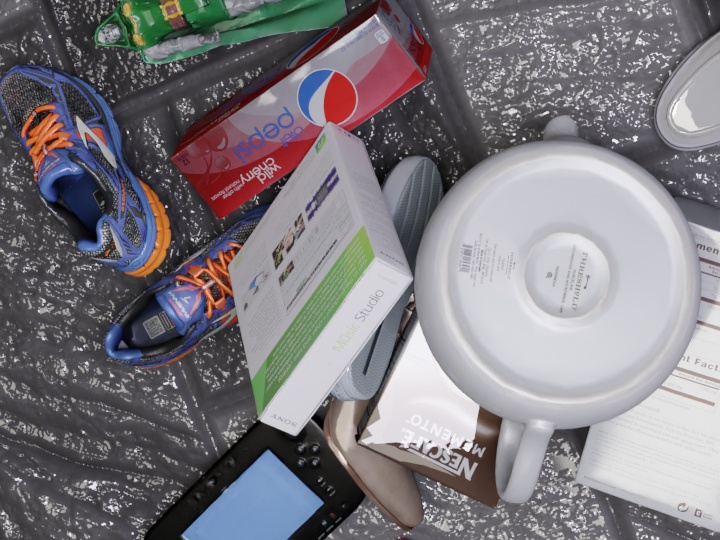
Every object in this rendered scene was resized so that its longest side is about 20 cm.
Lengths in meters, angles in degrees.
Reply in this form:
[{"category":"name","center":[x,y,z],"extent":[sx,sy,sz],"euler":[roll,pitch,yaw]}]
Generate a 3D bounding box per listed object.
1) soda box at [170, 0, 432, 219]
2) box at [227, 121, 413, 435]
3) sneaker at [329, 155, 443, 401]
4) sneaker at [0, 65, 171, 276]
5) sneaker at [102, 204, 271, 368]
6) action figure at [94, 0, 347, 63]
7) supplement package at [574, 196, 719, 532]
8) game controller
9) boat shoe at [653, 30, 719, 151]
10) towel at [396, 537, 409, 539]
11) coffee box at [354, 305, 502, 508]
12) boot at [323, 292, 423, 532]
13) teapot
[{"category":"soda box","center":[-0.044,-0.124,1.338],"extent":[0.200,0.070,0.063],"euler":[-33,108,21]},{"category":"box","center":[-0.033,0.002,1.247],"extent":[0.036,0.200,0.145],"euler":[27,113,-23]},{"category":"sneaker","center":[0.000,0.000,1.297],"extent":[0.071,0.073,0.200],"euler":[4,58,33]},{"category":"sneaker","center":[-0.223,-0.085,1.389],"extent":[0.075,0.078,0.200],"euler":[-45,70,19]},{"category":"sneaker","center":[-0.121,0.021,1.390],"extent":[0.200,0.078,0.075],"euler":[-38,87,20]},{"category":"action figure","center":[-0.120,-0.209,1.367],"extent":[0.199,0.055,0.119],"euler":[-18,96,24]},{"category":"supplement package","center":[0.238,0.062,1.259],"extent":[0.109,0.114,0.201],"euler":[18,103,14]},{"category":"game controller","center":[-0.085,0.196,1.427],"extent":[0.104,0.042,0.200],"euler":[47,110,6]},{"category":"boat shoe","center":[0.287,-0.148,1.232],"extent":[0.200,0.066,0.072],"euler":[-30,89,20]},{"category":"towel","center":[0.101,0.304,1.394],"extent":[0.199,0.022,0.145],"euler":[17,102,13]},{"category":"coffee box","center":[0.089,0.055,1.288],"extent":[0.114,0.080,0.201],"euler":[25,91,-2]},{"category":"boot","center":[0.033,0.081,1.359],"extent":[0.146,0.070,0.200],"euler":[-36,95,12]},{"category":"teapot","center":[0.123,0.018,1.173],"extent":[0.200,0.146,0.198],"euler":[-35,85,-9]}]
